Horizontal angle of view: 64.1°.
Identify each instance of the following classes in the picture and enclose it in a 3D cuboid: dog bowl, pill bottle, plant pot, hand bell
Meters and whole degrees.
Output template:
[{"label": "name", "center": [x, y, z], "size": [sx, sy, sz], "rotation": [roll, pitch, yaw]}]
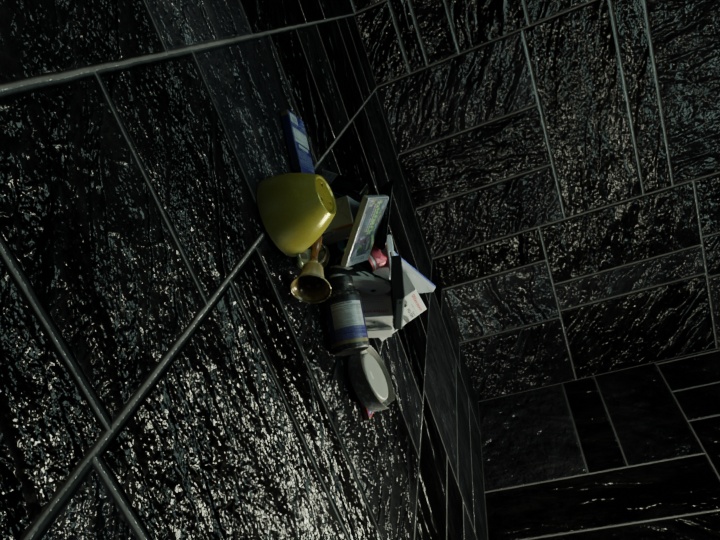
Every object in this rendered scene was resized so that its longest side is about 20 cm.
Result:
[{"label": "dog bowl", "center": [0.029, 0.321, 1.701], "size": [0.202, 0.058, 0.202], "rotation": [54, 18, -25]}, {"label": "pill bottle", "center": [-0.044, 0.124, 1.591], "size": [0.112, 0.108, 0.207], "rotation": [30, 47, -68]}, {"label": "plant pot", "center": [-0.141, -0.156, 1.407], "size": [0.201, 0.138, 0.204], "rotation": [53, 25, -37]}, {"label": "hand bell", "center": [-0.120, -0.031, 1.465], "size": [0.105, 0.101, 0.205], "rotation": [58, 24, -44]}]

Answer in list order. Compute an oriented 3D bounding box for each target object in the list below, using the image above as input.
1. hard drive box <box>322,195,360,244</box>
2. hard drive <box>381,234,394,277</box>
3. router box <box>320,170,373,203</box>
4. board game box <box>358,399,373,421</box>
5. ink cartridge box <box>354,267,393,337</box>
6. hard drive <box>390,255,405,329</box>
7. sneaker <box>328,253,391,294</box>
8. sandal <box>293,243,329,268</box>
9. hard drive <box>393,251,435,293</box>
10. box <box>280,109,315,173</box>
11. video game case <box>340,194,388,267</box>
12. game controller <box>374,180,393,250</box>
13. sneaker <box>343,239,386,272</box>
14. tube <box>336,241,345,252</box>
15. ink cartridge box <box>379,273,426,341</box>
[{"label": "hard drive box", "center": [-0.068, -0.142, 1.673], "size": [0.199, 0.151, 0.080], "rotation": [7, 67, -72]}, {"label": "hard drive", "center": [0.066, -0.025, 1.932], "size": [0.200, 0.026, 0.137], "rotation": [144, -61, -66]}, {"label": "router box", "center": [-0.033, -0.231, 1.830], "size": [0.052, 0.197, 0.150], "rotation": [-51, 138, -17]}, {"label": "board game box", "center": [0.029, 0.376, 1.785], "size": [0.200, 0.019, 0.106], "rotation": [-36, 109, -74]}, {"label": "ink cartridge box", "center": [0.034, 0.114, 1.798], "size": [0.127, 0.124, 0.205], "rotation": [87, 0, -55]}, {"label": "hard drive", "center": [0.110, 0.070, 1.733], "size": [0.202, 0.032, 0.144], "rotation": [88, -1, -60]}, {"label": "sneaker", "center": [0.000, 0.000, 1.735], "size": [0.074, 0.193, 0.115], "rotation": [118, -24, -51]}, {"label": "sandal", "center": [-0.122, -0.041, 1.559], "size": [0.082, 0.056, 0.200], "rotation": [70, 18, 1]}, {"label": "hard drive", "center": [0.153, 0.007, 1.974], "size": [0.198, 0.026, 0.131], "rotation": [39, -17, -15]}, {"label": "box", "center": [-0.180, -0.356, 1.697], "size": [0.121, 0.031, 0.207], "rotation": [12, 63, -73]}, {"label": "video game case", "center": [0.015, -0.116, 1.645], "size": [0.181, 0.023, 0.206], "rotation": [-21, 132, -68]}, {"label": "game controller", "center": [0.076, -0.168, 1.760], "size": [0.104, 0.041, 0.208], "rotation": [167, -71, -77]}, {"label": "sneaker", "center": [0.012, -0.077, 1.832], "size": [0.202, 0.085, 0.075], "rotation": [56, -31, 28]}, {"label": "tube", "center": [-0.041, -0.083, 1.928], "size": [0.199, 0.049, 0.080], "rotation": [32, 37, -61]}, {"label": "ink cartridge box", "center": [0.112, 0.126, 1.956], "size": [0.084, 0.197, 0.147], "rotation": [56, 2, 39]}]
